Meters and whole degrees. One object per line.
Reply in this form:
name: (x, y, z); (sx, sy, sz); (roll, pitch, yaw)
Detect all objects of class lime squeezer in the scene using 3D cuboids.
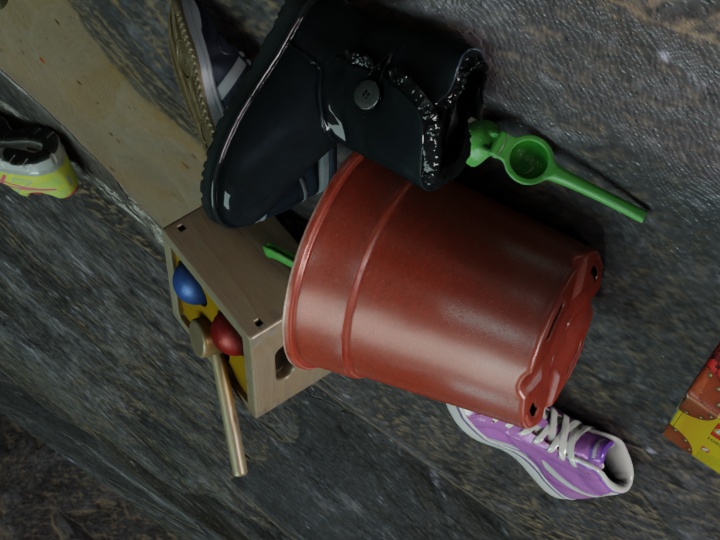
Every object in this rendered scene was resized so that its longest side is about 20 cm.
lime squeezer: (0.000, 0.000, 1.471); (0.200, 0.038, 0.071); (-5, 98, 42)
lime squeezer: (0.114, -0.076, 1.193); (0.200, 0.038, 0.071); (21, 153, 38)

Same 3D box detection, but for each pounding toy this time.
pounding toy: (-0.118, 0.062, 1.619); (0.184, 0.142, 0.200); (49, 157, 26)

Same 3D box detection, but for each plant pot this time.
plant pot: (0.073, 0.020, 1.269); (0.195, 0.201, 0.201); (22, 155, 19)

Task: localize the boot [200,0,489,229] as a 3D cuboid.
boot: (-0.012, -0.094, 1.168); (0.168, 0.200, 0.076); (30, -173, 29)

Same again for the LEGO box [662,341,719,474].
LEGO box: (0.321, 0.093, 1.038); (0.200, 0.149, 0.077); (34, 158, 12)

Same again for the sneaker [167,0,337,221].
sneaker: (-0.086, -0.145, 1.362); (0.200, 0.108, 0.070); (70, 161, 4)

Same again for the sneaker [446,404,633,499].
sneaker: (0.176, 0.144, 1.508); (0.200, 0.073, 0.114); (37, 158, -24)

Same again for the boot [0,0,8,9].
boot: (-0.436, -0.325, 1.557); (0.200, 0.072, 0.155); (25, 157, 32)

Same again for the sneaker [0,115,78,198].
sneaker: (-0.407, -0.124, 1.908); (0.200, 0.078, 0.090); (19, 153, 42)
